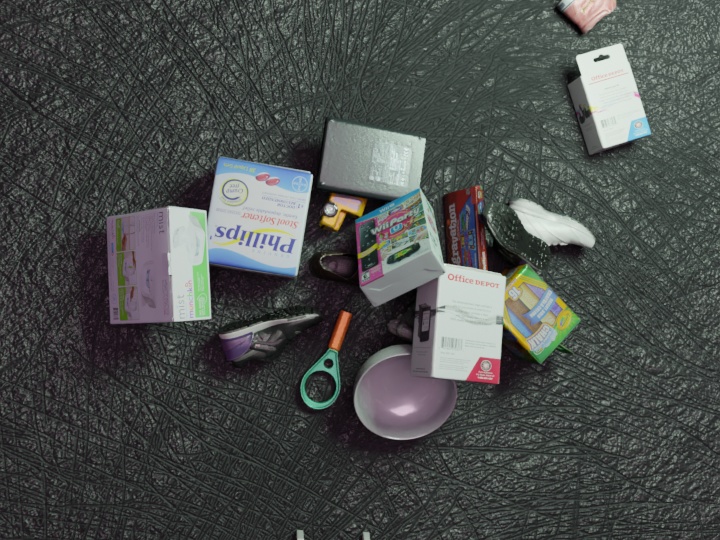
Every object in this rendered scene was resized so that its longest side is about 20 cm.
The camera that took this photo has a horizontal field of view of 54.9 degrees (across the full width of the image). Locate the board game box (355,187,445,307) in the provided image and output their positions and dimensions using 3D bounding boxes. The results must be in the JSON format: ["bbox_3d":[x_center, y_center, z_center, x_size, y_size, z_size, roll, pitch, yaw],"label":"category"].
[{"bbox_3d":[0.068,-0.046,1.272,0.147,0.200,0.064,-26,124,17],"label":"board game box"}]

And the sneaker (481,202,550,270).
[{"bbox_3d":[0.286,-0.059,1.377,0.200,0.087,0.076,38,66,-32],"label":"sneaker"}]

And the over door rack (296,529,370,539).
[{"bbox_3d":[-0.061,0.609,1.330,0.147,0.067,0.201,6,86,-9],"label":"over door rack"}]

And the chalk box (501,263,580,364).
[{"bbox_3d":[0.339,0.103,1.386,0.124,0.124,0.200,-44,92,-8],"label":"chalk box"}]

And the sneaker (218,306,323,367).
[{"bbox_3d":[-0.165,0.129,1.339,0.199,0.076,0.088,-14,102,-4],"label":"sneaker"}]

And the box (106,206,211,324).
[{"bbox_3d":[-0.367,-0.006,1.256,0.176,0.097,0.201,-6,86,33],"label":"box"}]

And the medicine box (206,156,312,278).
[{"bbox_3d":[-0.196,-0.096,1.328,0.181,0.103,0.201,9,85,-8],"label":"medicine box"}]

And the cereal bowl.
[{"bbox_3d":[0.082,0.225,1.347,0.199,0.083,0.201,-2,114,-4],"label":"cereal bowl"}]

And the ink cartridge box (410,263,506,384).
[{"bbox_3d":[0.178,0.099,1.261,0.145,0.083,0.201,10,80,-24],"label":"ink cartridge box"}]

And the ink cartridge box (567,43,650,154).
[{"bbox_3d":[0.518,-0.360,1.464,0.115,0.068,0.201,-17,90,-9],"label":"ink cartridge box"}]

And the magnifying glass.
[{"bbox_3d":[-0.061,0.177,1.375,0.079,0.022,0.201,20,84,-7],"label":"magnifying glass"}]

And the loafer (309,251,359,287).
[{"bbox_3d":[0.000,0.000,1.368,0.199,0.071,0.073,3,87,-8],"label":"loafer"}]

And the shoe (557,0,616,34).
[{"bbox_3d":[0.518,-0.600,1.479,0.200,0.071,0.091,-45,95,-3],"label":"shoe"}]

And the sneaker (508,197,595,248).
[{"bbox_3d":[0.388,-0.083,1.439,0.199,0.075,0.087,21,96,0],"label":"sneaker"}]

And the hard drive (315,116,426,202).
[{"bbox_3d":[0.020,-0.209,1.336,0.199,0.033,0.140,9,86,-11],"label":"hard drive"}]

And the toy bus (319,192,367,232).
[{"bbox_3d":[-0.018,-0.171,1.378,0.078,0.065,0.201,20,84,-9],"label":"toy bus"}]

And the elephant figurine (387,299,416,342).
[{"bbox_3d":[0.148,0.051,1.355,0.141,0.155,0.201,19,83,27],"label":"elephant figurine"}]

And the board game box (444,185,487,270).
[{"bbox_3d":[0.210,-0.061,1.387,0.019,0.103,0.201,-2,87,-30],"label":"board game box"}]
